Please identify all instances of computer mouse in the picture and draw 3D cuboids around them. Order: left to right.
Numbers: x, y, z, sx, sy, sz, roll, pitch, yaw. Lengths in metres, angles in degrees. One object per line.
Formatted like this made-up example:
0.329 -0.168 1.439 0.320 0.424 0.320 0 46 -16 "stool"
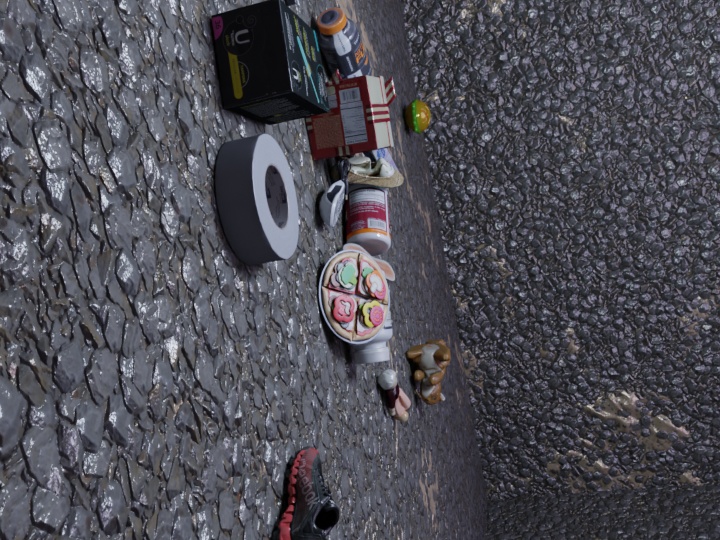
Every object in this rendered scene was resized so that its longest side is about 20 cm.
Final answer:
-0.061 -0.167 1.662 0.201 0.043 0.112 -70 170 -59 "computer mouse"

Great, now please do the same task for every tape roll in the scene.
-0.163 -0.114 1.193 0.200 0.065 0.205 -9 90 -77 "tape roll"

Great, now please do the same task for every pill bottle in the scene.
-0.045 -0.554 1.848 0.201 0.104 0.108 61 25 -54 "pill bottle"
0.014 0.107 1.684 0.111 0.109 0.205 12 70 -75 "pill bottle"
0.017 -0.148 1.841 0.113 0.110 0.204 54 31 -62 "pill bottle"

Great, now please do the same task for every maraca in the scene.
0.230 -0.623 2.997 0.200 0.105 0.140 -48 129 -72 "maraca"

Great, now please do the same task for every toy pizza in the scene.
-0.006 0.054 1.583 0.197 0.031 0.205 9 75 -38 "toy pizza"

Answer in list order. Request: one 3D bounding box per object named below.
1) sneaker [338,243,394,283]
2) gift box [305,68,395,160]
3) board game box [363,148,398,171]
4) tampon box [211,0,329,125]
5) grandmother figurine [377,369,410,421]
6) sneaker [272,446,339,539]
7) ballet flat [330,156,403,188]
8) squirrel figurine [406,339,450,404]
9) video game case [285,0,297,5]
0.000 0.000 1.790 0.199 0.079 0.073 29 40 -47 "sneaker"
-0.019 -0.362 1.682 0.187 0.180 0.205 -36 123 -72 "gift box"
0.016 -0.334 1.898 0.201 0.041 0.200 54 1 25 "board game box"
-0.149 -0.346 1.258 0.200 0.124 0.153 -7 88 -75 "tampon box"
0.090 0.324 1.979 0.201 0.059 0.123 67 11 -53 "grandmother figurine"
-0.076 0.370 1.195 0.202 0.096 0.072 -82 156 -53 "sneaker"
0.026 -0.241 1.785 0.071 0.196 0.066 66 -34 35 "ballet flat"
0.235 0.333 2.411 0.200 0.138 0.191 -44 131 -70 "squirrel figurine"
-0.163 -0.709 1.626 0.182 0.025 0.203 -77 155 -55 "video game case"
